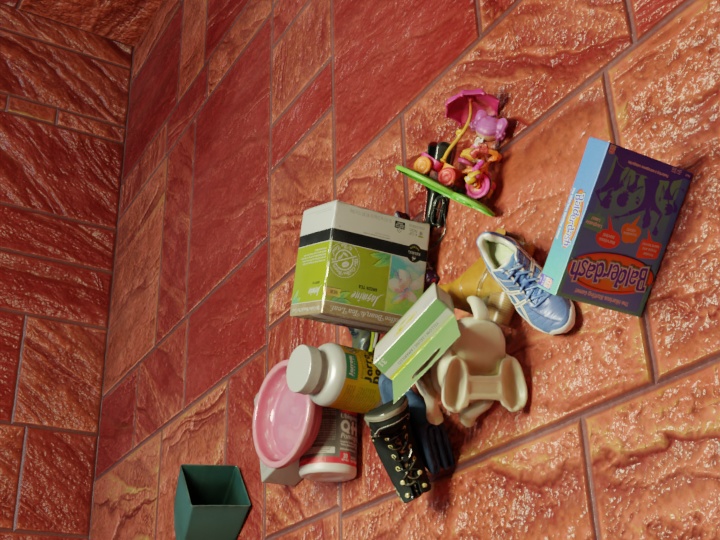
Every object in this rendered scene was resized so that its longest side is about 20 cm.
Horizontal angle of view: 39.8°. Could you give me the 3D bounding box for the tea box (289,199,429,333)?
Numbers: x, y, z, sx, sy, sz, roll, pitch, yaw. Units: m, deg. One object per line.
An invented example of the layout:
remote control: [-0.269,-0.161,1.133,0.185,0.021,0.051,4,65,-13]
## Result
tea box: [0.000,0.000,1.752,0.133,0.198,0.199,-9,72,61]

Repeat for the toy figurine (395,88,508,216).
toy figurine: [0.182,-0.211,1.665,0.199,0.150,0.185,30,95,38]

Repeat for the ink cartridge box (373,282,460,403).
ink cartridge box: [0.082,0.105,1.497,0.146,0.048,0.200,-47,5,11]

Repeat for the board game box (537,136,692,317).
board game box: [0.328,-0.052,1.277,0.045,0.151,0.202,34,109,60]

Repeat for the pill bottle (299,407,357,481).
pill bottle: [-0.059,0.292,1.888,0.110,0.110,0.202,-31,52,53]

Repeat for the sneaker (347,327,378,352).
sneaker: [-0.017,0.078,1.917,0.074,0.080,0.202,-19,74,60]

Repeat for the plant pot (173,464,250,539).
plant pot: [-0.357,0.574,2.298,0.142,0.140,0.202,-124,46,-55]

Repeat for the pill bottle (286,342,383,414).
pill bottle: [-0.027,0.191,1.770,0.112,0.198,0.114,-30,52,48]

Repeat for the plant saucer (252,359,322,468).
plant saucer: [-0.132,0.270,1.859,0.200,0.050,0.203,-28,54,47]

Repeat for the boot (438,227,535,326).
boot: [0.199,0.001,1.593,0.201,0.070,0.145,18,89,57]

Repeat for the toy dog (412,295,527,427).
toy dog: [0.141,0.148,1.542,0.200,0.138,0.196,151,111,-67]

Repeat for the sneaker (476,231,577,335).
sneaker: [0.235,0.018,1.450,0.076,0.077,0.200,-48,57,10]

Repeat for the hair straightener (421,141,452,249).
hair straightener: [0.135,-0.133,1.784,0.077,0.041,0.202,7,84,62]

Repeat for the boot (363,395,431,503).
boot: [0.066,0.281,1.551,0.204,0.073,0.155,111,135,-78]

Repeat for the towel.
towel: [0.090,0.248,1.654,0.200,0.048,0.113,-138,30,-62]

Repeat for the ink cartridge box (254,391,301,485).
ink cartridge box: [-0.150,0.323,2.069,0.145,0.084,0.202,-49,39,40]

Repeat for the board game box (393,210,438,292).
board game box: [0.079,-0.005,1.848,0.121,0.032,0.201,-57,34,28]
